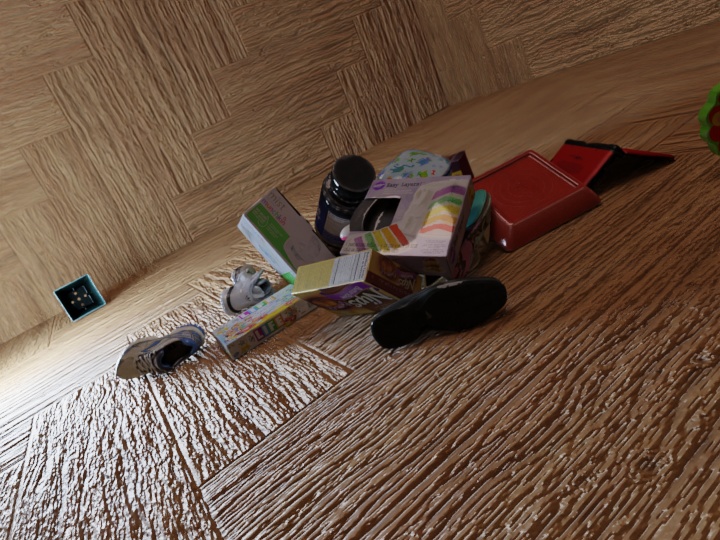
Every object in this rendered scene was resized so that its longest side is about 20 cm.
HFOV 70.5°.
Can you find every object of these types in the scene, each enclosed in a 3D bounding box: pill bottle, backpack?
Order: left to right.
[{"bbox_3d":[-0.029,-0.137,1.032,0.111,0.112,0.201,-33,-16,-25],"label":"pill bottle"},{"bbox_3d":[0.132,-0.158,1.092,0.198,0.148,0.183,24,50,28],"label":"backpack"}]

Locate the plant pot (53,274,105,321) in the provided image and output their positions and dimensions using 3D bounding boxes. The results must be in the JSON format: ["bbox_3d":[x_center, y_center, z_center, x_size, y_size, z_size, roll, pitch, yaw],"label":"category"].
[{"bbox_3d":[-1.181,0.118,2.142,0.141,0.143,0.199,-34,13,-29],"label":"plant pot"}]

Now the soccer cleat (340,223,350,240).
[{"bbox_3d":[0.053,-0.108,0.981,0.197,0.088,0.070,-11,3,-4],"label":"soccer cleat"}]

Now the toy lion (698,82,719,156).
[{"bbox_3d":[0.622,-0.244,0.751,0.197,0.194,0.069,19,24,1],"label":"toy lion"}]

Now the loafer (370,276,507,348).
[{"bbox_3d":[0.110,0.048,0.730,0.198,0.074,0.072,-17,14,19],"label":"loafer"}]

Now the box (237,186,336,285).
[{"bbox_3d":[-0.165,-0.065,1.123,0.097,0.200,0.176,-43,10,-15],"label":"box"}]

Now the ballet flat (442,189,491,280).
[{"bbox_3d":[0.187,-0.053,0.882,0.069,0.071,0.201,-17,33,49],"label":"ballet flat"}]

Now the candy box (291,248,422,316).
[{"bbox_3d":[-0.010,0.026,0.838,0.199,0.116,0.057,-10,60,49],"label":"candy box"}]

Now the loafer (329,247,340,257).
[{"bbox_3d":[-0.038,-0.048,1.219,0.199,0.073,0.071,-14,30,46],"label":"loafer"}]

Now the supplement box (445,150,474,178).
[{"bbox_3d":[0.186,-0.214,1.302,0.198,0.111,0.086,-14,21,30],"label":"supplement box"}]

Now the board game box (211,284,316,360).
[{"bbox_3d":[-0.197,0.099,1.046,0.199,0.035,0.134,-33,19,-22],"label":"board game box"}]

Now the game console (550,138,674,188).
[{"bbox_3d":[0.478,-0.198,1.024,0.173,0.118,0.200,-54,13,12],"label":"game console"}]

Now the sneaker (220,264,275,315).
[{"bbox_3d":[-0.265,0.034,1.266,0.114,0.076,0.201,-20,24,14],"label":"sneaker"}]

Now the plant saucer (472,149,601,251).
[{"bbox_3d":[0.298,-0.145,0.943,0.198,0.037,0.200,-28,43,-5],"label":"plant saucer"}]

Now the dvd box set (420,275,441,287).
[{"bbox_3d":[0.089,-0.032,0.962,0.146,0.030,0.199,-33,32,-35],"label":"dvd box set"}]

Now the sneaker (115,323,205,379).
[{"bbox_3d":[-0.425,0.177,1.066,0.198,0.078,0.085,-26,22,-2],"label":"sneaker"}]

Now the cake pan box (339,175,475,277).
[{"bbox_3d":[0.079,-0.079,0.861,0.198,0.053,0.185,4,51,30],"label":"cake pan box"}]
